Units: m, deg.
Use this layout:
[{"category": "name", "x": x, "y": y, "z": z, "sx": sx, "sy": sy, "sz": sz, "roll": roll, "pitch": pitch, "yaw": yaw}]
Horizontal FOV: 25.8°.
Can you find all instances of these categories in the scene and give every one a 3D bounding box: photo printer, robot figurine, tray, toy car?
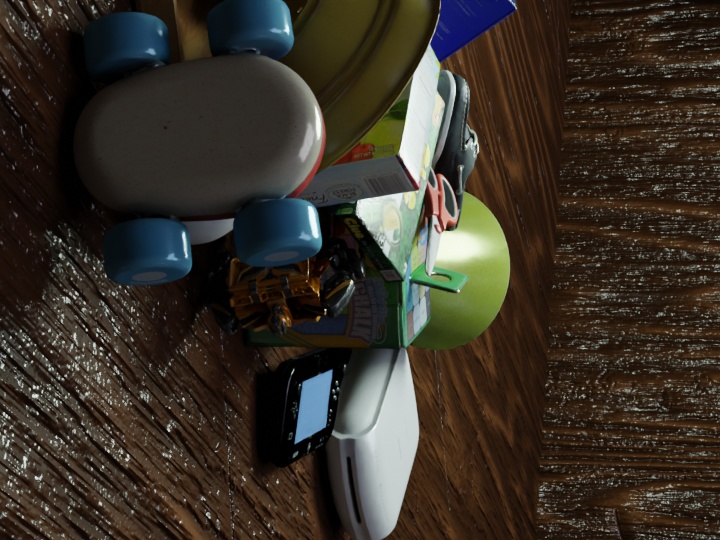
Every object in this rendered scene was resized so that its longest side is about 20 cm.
[{"category": "photo printer", "x": 0.013, "y": 0.195, "z": 1.794, "sx": 0.200, "sy": 0.069, "sz": 0.167, "roll": -69, "pitch": 154, "yaw": -54}, {"category": "robot figurine", "x": -0.067, "y": -0.027, "z": 1.366, "sx": 0.201, "sy": 0.144, "sz": 0.058, "roll": -87, "pitch": 162, "yaw": -46}, {"category": "tray", "x": -0.132, "y": -0.206, "z": 1.304, "sx": 0.200, "sy": 0.037, "sz": 0.099, "roll": -59, "pitch": 146, "yaw": -64}, {"category": "toy car", "x": -0.110, "y": -0.076, "z": 1.168, "sx": 0.200, "sy": 0.176, "sz": 0.186, "roll": 81, "pitch": 0, "yaw": -77}]

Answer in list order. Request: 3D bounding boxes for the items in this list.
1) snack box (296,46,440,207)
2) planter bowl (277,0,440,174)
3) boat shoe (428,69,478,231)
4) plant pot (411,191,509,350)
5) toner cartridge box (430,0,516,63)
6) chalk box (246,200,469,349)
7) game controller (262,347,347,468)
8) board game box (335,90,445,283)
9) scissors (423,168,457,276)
[{"category": "snack box", "x": -0.039, "y": -0.121, "z": 1.329, "sx": 0.053, "sy": 0.199, "sz": 0.143, "roll": 55, "pitch": 35, "yaw": -44}, {"category": "planter bowl", "x": -0.036, "y": -0.172, "z": 1.223, "sx": 0.083, "sy": 0.200, "sz": 0.201, "roll": 37, "pitch": 45, "yaw": -26}, {"category": "boat shoe", "x": 0.088, "y": -0.119, "z": 1.593, "sx": 0.201, "sy": 0.060, "sz": 0.076, "roll": 105, "pitch": -19, "yaw": -48}, {"category": "plant pot", "x": 0.038, "y": -0.004, "z": 1.730, "sx": 0.200, "sy": 0.186, "sz": 0.189, "roll": 1, "pitch": 89, "yaw": -59}, {"category": "toner cartridge box", "x": 0.041, "y": -0.276, "z": 1.363, "sx": 0.200, "sy": 0.095, "sz": 0.043, "roll": 43, "pitch": 24, "yaw": -35}, {"category": "chalk box", "x": 0.000, "y": 0.000, "z": 1.484, "sx": 0.124, "sy": 0.199, "sz": 0.125, "roll": -41, "pitch": 129, "yaw": -72}, {"category": "game controller", "x": -0.054, "y": 0.135, "z": 1.590, "sx": 0.200, "sy": 0.042, "sz": 0.105, "roll": -12, "pitch": 102, "yaw": -74}, {"category": "board game box", "x": 0.029, "y": -0.101, "z": 1.384, "sx": 0.105, "sy": 0.023, "sz": 0.201, "roll": 54, "pitch": 41, "yaw": -48}, {"category": "scissors", "x": 0.075, "y": -0.039, "z": 1.467, "sx": 0.073, "sy": 0.014, "sz": 0.201, "roll": 50, "pitch": 21, "yaw": -33}]
